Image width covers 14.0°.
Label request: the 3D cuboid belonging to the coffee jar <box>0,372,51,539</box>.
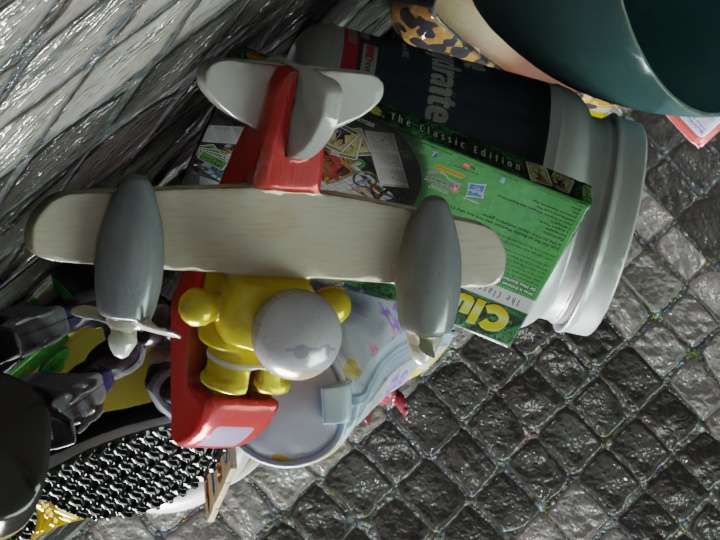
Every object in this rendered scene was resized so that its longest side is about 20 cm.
[{"bbox_3d":[-0.229,0.117,1.494,0.200,0.104,0.086,133,-36,-55],"label":"coffee jar"}]

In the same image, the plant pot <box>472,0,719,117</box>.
[{"bbox_3d":[0.136,-0.183,1.634,0.134,0.201,0.200,-1,-154,38],"label":"plant pot"}]

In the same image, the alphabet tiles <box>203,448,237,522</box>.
[{"bbox_3d":[-0.090,0.056,1.772,0.006,0.167,0.200,-3,163,-10],"label":"alphabet tiles"}]

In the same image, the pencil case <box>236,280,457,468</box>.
[{"bbox_3d":[-0.013,0.047,1.650,0.200,0.090,0.083,-34,140,-66],"label":"pencil case"}]

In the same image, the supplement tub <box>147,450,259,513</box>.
[{"bbox_3d":[-0.131,0.093,2.096,0.144,0.144,0.200,-43,177,6],"label":"supplement tub"}]

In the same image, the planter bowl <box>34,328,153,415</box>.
[{"bbox_3d":[-0.158,0.086,1.778,0.200,0.083,0.200,-43,177,-3],"label":"planter bowl"}]

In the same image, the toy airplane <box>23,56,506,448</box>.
[{"bbox_3d":[-0.041,-0.007,1.452,0.200,0.199,0.141,-32,-139,1],"label":"toy airplane"}]

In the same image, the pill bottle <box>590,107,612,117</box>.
[{"bbox_3d":[0.102,-0.122,1.966,0.200,0.114,0.114,-46,176,24],"label":"pill bottle"}]

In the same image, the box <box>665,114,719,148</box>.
[{"bbox_3d":[0.185,-0.188,1.769,0.103,0.200,0.095,-46,176,38],"label":"box"}]

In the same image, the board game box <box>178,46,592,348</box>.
[{"bbox_3d":[0.010,-0.037,1.530,0.023,0.199,0.105,-85,-161,-57],"label":"board game box"}]

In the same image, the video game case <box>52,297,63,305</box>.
[{"bbox_3d":[-0.163,0.021,1.839,0.200,0.023,0.182,-43,177,-19],"label":"video game case"}]

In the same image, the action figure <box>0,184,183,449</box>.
[{"bbox_3d":[-0.127,0.030,1.574,0.069,0.131,0.200,-14,-168,38],"label":"action figure"}]

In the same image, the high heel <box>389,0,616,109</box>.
[{"bbox_3d":[0.114,-0.138,1.776,0.143,0.199,0.072,-51,154,-87],"label":"high heel"}]

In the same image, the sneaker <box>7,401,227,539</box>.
[{"bbox_3d":[-0.176,0.099,1.654,0.199,0.090,0.070,-21,139,-6],"label":"sneaker"}]

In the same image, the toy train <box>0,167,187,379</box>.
[{"bbox_3d":[-0.146,0.003,1.653,0.200,0.042,0.056,-43,167,-14],"label":"toy train"}]

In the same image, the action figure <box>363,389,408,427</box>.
[{"bbox_3d":[0.000,0.000,1.868,0.134,0.201,0.149,-21,179,-32],"label":"action figure"}]

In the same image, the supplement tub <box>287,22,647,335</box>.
[{"bbox_3d":[0.045,-0.048,1.619,0.140,0.199,0.141,-166,-90,-84],"label":"supplement tub"}]
